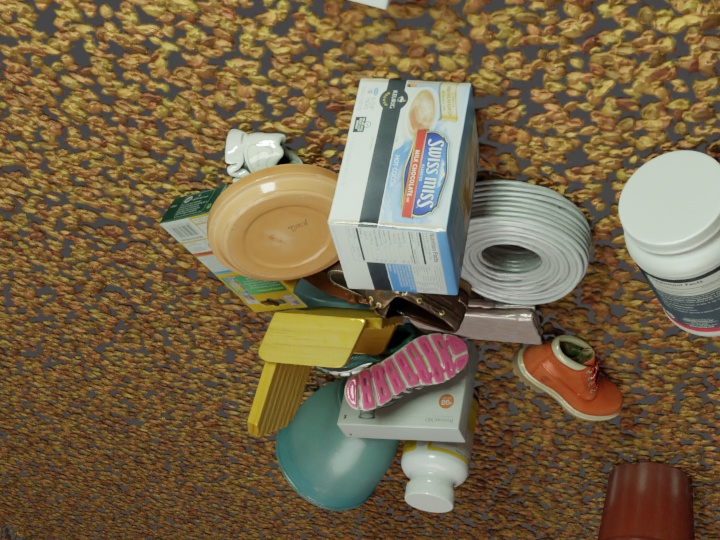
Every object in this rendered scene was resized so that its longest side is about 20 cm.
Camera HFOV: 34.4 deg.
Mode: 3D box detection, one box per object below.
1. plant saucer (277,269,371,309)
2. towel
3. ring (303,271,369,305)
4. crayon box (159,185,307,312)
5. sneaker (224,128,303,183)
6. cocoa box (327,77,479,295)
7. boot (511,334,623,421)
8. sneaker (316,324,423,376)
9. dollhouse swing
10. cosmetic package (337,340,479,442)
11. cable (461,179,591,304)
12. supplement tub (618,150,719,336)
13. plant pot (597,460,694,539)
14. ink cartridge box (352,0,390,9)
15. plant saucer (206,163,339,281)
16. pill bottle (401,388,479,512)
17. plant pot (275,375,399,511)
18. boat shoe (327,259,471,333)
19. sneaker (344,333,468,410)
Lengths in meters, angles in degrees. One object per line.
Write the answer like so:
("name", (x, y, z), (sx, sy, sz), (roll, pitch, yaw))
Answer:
("plant saucer", (-0.051, 0.011, 1.680), (0.197, 0.028, 0.201), (10, 151, 6))
("towel", (0.158, 0.067, 1.635), (0.188, 0.033, 0.200), (4, 167, 13))
("ring", (0.000, 0.000, 1.596), (0.197, 0.019, 0.201), (10, 151, 6))
("crayon box", (-0.163, -0.026, 1.589), (0.125, 0.052, 0.200), (-7, 136, 47))
("sneaker", (-0.103, -0.102, 1.469), (0.080, 0.076, 0.201), (-7, 146, 14))
("cocoa box", (0.055, -0.093, 1.285), (0.129, 0.202, 0.134), (4, 149, 14))
("boot", (0.335, 0.161, 1.742), (0.198, 0.076, 0.107), (27, 142, -22))
("sneaker", (0.011, 0.110, 1.775), (0.197, 0.079, 0.091), (-5, 150, 14))
("dollhouse swing", (-0.046, 0.144, 1.620), (0.179, 0.179, 0.200), (4, -179, 16))
("cosmetic package", (0.075, 0.184, 1.798), (0.197, 0.152, 0.052), (-1, 148, 22))
("cable", (0.191, -0.033, 1.465), (0.198, 0.070, 0.200), (19, 150, -10))
("supplement tub", (0.384, -0.028, 1.327), (0.139, 0.142, 0.200), (-7, 145, 31))
("plant pot", (0.504, 0.454, 2.044), (0.198, 0.197, 0.202), (10, 150, 6))
("ink cartridge box", (-0.020, -0.337, 1.017), (0.143, 0.084, 0.201), (14, 150, -2))
("plant saucer", (-0.093, -0.052, 1.461), (0.197, 0.033, 0.202), (-9, 141, -7))
("pill bottle", (0.127, 0.284, 1.898), (0.110, 0.202, 0.112), (10, 151, 6))
("plant pot", (-0.017, 0.269, 1.958), (0.198, 0.202, 0.188), (22, 134, -16))
("boat shoe", (0.044, 0.029, 1.524), (0.197, 0.071, 0.071), (13, 159, 18))
("sneaker", (0.063, 0.150, 1.708), (0.198, 0.075, 0.087), (-24, 176, -13))
